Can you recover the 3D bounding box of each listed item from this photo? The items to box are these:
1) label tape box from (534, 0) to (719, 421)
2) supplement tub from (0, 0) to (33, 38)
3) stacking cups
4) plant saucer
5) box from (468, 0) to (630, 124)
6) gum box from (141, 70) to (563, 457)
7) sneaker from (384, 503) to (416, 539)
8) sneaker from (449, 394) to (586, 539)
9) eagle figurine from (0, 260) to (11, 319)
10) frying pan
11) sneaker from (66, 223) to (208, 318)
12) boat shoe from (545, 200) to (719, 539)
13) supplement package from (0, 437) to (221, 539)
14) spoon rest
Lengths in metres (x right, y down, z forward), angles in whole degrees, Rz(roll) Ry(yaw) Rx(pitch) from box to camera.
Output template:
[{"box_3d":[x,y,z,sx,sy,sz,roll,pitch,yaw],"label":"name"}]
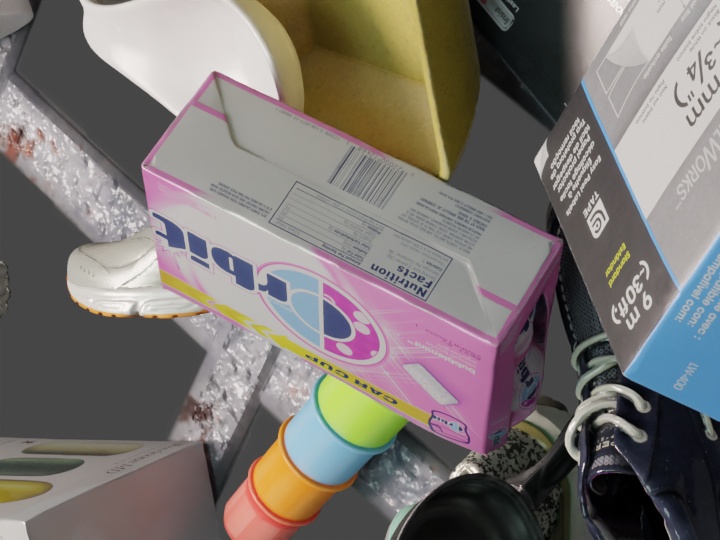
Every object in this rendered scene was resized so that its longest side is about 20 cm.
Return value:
[{"box_3d":[0.151,-0.027,0.812,0.144,0.063,0.200,-61,31,35],"label":"label tape box"},{"box_3d":[-0.275,-0.218,1.156,0.144,0.144,0.201,-18,93,40],"label":"supplement tub"},{"box_3d":[-0.008,0.089,1.106,0.061,0.060,0.200,49,131,15],"label":"stacking cups"},{"box_3d":[-0.010,-0.160,0.982,0.200,0.048,0.201,28,136,55],"label":"plant saucer"},{"box_3d":[0.141,-0.147,0.918,0.200,0.050,0.199,53,128,13],"label":"box"},{"box_3d":[0.000,0.000,0.974,0.199,0.066,0.114,27,153,15],"label":"gum box"},{"box_3d":[0.001,0.219,1.121,0.139,0.078,0.201,3,105,37],"label":"sneaker"},{"box_3d":[0.075,0.168,1.039,0.077,0.088,0.201,-3,102,38],"label":"sneaker"},{"box_3d":[-0.313,0.034,1.298,0.151,0.151,0.201,24,89,-14],"label":"eagle figurine"},{"box_3d":[0.057,0.117,0.965,0.031,0.115,0.191,0,66,45],"label":"frying pan"},{"box_3d":[-0.077,-0.023,1.119,0.199,0.076,0.092,-2,95,31],"label":"sneaker"},{"box_3d":[0.128,0.054,0.960,0.075,0.093,0.201,-30,85,40],"label":"boat shoe"},{"box_3d":[-0.200,0.191,1.220,0.199,0.152,0.151,-2,102,38],"label":"supplement package"},{"box_3d":[-0.092,-0.116,1.057,0.200,0.060,0.100,39,144,47],"label":"spoon rest"}]
